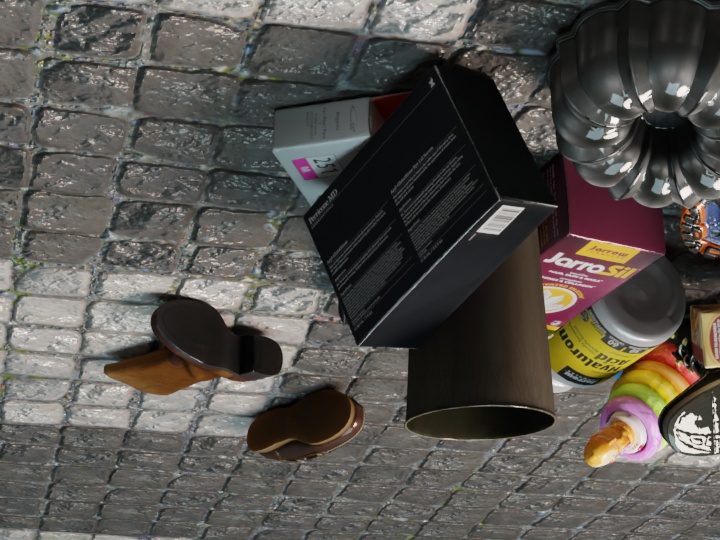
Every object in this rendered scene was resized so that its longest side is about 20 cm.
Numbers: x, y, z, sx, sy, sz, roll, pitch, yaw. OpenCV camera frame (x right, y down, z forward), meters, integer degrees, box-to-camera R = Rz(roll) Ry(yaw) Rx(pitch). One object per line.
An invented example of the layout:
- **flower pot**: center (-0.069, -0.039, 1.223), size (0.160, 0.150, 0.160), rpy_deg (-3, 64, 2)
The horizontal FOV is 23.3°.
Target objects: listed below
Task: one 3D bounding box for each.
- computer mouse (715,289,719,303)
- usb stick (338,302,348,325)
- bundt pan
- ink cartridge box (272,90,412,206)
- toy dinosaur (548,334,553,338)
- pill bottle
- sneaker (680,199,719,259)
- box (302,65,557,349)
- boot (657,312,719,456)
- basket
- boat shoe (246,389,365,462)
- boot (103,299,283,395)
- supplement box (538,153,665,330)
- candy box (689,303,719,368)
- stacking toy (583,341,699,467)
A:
- **computer mouse**: center (0.451, 0.021, 1.831), size (0.199, 0.044, 0.109), rpy_deg (12, 158, -39)
- **usb stick**: center (0.000, 0.000, 1.763), size (0.033, 0.055, 0.200), rpy_deg (40, 162, 16)
- **bundt pan**: center (0.242, -0.124, 1.392), size (0.199, 0.076, 0.203), rpy_deg (9, 141, 7)
- **ink cartridge box**: center (0.032, -0.092, 1.565), size (0.172, 0.044, 0.200), rpy_deg (-6, 155, 15)
- **toy dinosaur**: center (0.122, 0.060, 1.818), size (0.198, 0.059, 0.101), rpy_deg (17, -167, 27)
- **pill bottle**: center (0.243, 0.056, 1.814), size (0.110, 0.113, 0.200), rpy_deg (8, 155, -20)
- **sneaker**: center (0.309, -0.100, 1.526), size (0.074, 0.079, 0.201), rpy_deg (7, 141, 14)
- **box**: center (0.054, -0.049, 1.464), size (0.078, 0.142, 0.200), rpy_deg (4, 141, -43)
- **boot**: center (0.343, 0.105, 1.713), size (0.202, 0.074, 0.153), rpy_deg (-24, -155, -22)
- **basket**: center (0.105, 0.039, 1.562), size (0.134, 0.202, 0.180), rpy_deg (0, 165, -1)
- **boat shoe**: center (-0.056, 0.197, 2.169), size (0.070, 0.071, 0.199), rpy_deg (26, 153, -34)
- **boot**: center (-0.217, 0.090, 1.966), size (0.199, 0.069, 0.187), rpy_deg (-11, 162, 39)
- **supplement box**: center (0.190, -0.024, 1.666), size (0.109, 0.087, 0.200), rpy_deg (11, 153, -23)
- **candy box**: center (0.407, 0.053, 1.600), size (0.197, 0.056, 0.115), rpy_deg (-4, -179, 6)
- **stacking toy**: center (0.287, 0.151, 1.795), size (0.200, 0.110, 0.116), rpy_deg (-33, 166, -48)
